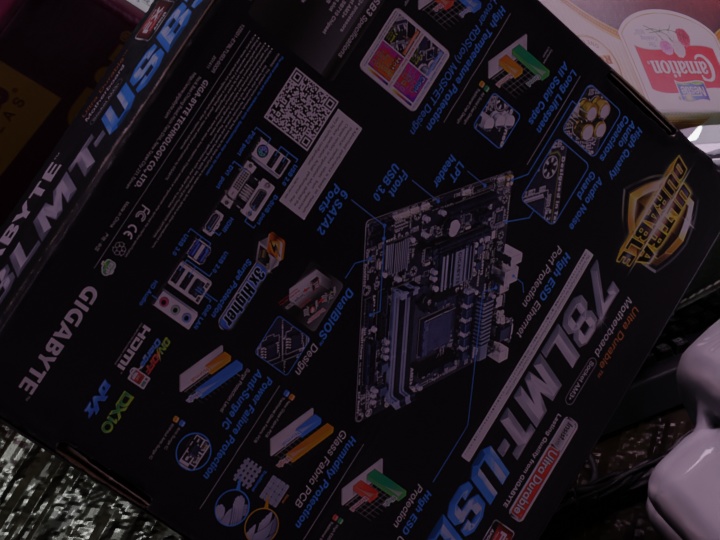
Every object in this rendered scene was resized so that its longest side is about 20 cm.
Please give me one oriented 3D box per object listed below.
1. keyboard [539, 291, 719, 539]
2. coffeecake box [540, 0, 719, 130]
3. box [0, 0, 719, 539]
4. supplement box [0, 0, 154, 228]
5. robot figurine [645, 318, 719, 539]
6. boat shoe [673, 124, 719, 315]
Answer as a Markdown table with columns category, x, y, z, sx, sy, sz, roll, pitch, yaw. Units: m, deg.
| category | x | y | z | sx | sy | sz | roll | pitch | yaw |
| --- | --- | --- | --- | --- | --- | --- | --- | --- | --- |
| keyboard | 0.074 | 0.054 | 0.776 | 0.199 | 0.021 | 0.127 | -20 | 36 | -21 |
| coffeecake box | 0.078 | -0.135 | 0.844 | 0.153 | 0.073 | 0.201 | -5 | 68 | -45 |
| box | 0.000 | 0.000 | 0.633 | 0.201 | 0.198 | 0.050 | -58 | 30 | -8 |
| supplement box | -0.066 | -0.033 | 0.702 | 0.199 | 0.131 | 0.104 | 30 | 25 | -28 |
| robot figurine | 0.185 | 0.032 | 0.670 | 0.200 | 0.170 | 0.113 | -41 | 77 | -6 |
| boat shoe | 0.089 | 0.007 | 0.782 | 0.199 | 0.072 | 0.071 | -21 | 35 | -2 |
